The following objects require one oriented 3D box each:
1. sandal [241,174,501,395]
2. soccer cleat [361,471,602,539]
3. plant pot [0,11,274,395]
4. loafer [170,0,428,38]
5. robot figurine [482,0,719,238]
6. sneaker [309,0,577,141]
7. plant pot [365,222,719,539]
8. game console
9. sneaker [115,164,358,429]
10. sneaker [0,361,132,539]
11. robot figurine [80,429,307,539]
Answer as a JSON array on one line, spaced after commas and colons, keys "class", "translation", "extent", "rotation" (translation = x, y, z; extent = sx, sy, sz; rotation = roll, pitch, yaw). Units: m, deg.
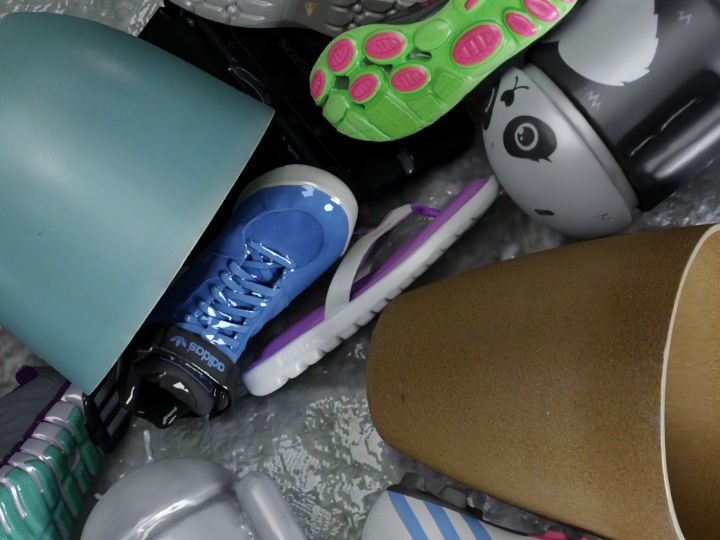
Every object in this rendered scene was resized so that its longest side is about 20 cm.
[{"class": "sandal", "translation": [0.000, 0.000, 1.116], "extent": [0.202, 0.082, 0.050], "rotation": [-40, 94, 2]}, {"class": "soccer cleat", "translation": [0.085, 0.183, 1.024], "extent": [0.199, 0.070, 0.087], "rotation": [15, 73, 33]}, {"class": "plant pot", "translation": [-0.171, -0.055, 1.061], "extent": [0.161, 0.201, 0.201], "rotation": [34, 85, -7]}, {"class": "loafer", "translation": [-0.049, -0.193, 1.151], "extent": [0.199, 0.070, 0.070], "rotation": [12, 50, -14]}, {"class": "robot figurine", "translation": [0.166, -0.109, 1.086], "extent": [0.200, 0.150, 0.125], "rotation": [-38, 83, 1]}, {"class": "sneaker", "translation": [0.058, -0.139, 1.092], "extent": [0.199, 0.084, 0.077], "rotation": [-26, 92, 26]}, {"class": "plant pot", "translation": [0.111, 0.062, 1.041], "extent": [0.199, 0.186, 0.187], "rotation": [3, 76, 29]}, {"class": "game console", "translation": [-0.055, -0.097, 1.195], "extent": [0.175, 0.117, 0.200], "rotation": [-28, 68, -27]}, {"class": "sneaker", "translation": [-0.077, 0.025, 1.077], "extent": [0.200, 0.077, 0.112], "rotation": [-35, 28, 41]}, {"class": "sneaker", "translation": [-0.217, 0.129, 1.115], "extent": [0.087, 0.075, 0.200], "rotation": [0, 33, 25]}, {"class": "robot figurine", "translation": [-0.092, 0.194, 1.074], "extent": [0.170, 0.113, 0.200], "rotation": [-44, 69, 24]}]
